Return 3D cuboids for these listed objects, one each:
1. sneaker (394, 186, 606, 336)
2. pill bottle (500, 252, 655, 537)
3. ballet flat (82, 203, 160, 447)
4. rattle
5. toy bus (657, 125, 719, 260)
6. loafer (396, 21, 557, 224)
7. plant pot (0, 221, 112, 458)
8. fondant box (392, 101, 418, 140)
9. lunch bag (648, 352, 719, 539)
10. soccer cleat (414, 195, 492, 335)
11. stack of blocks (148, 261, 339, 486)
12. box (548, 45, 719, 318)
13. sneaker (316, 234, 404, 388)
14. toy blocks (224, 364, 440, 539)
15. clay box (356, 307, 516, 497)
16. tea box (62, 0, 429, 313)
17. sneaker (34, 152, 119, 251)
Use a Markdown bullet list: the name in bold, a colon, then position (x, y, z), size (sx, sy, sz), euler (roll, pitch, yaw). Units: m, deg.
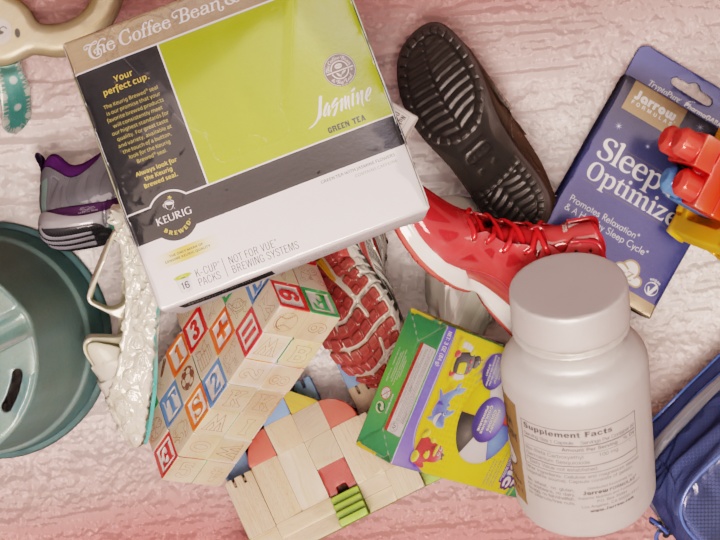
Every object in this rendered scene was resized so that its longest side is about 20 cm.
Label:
- **sneaker**: position (0.119, -0.030, 1.204), size (0.115, 0.079, 0.199), euler (-36, 125, 27)
- **pill bottle**: position (0.166, 0.094, 1.184), size (0.113, 0.115, 0.202), euler (-10, 123, 0)
- **ballet flat**: position (-0.188, 0.039, 1.231), size (0.071, 0.072, 0.202), euler (9, 99, -1)
- **rattle**: position (-0.269, -0.208, 1.240), size (0.130, 0.143, 0.201), euler (39, 85, -21)
- **toy bus**: position (0.323, -0.047, 1.201), size (0.191, 0.200, 0.137), euler (28, 93, -18)
- **loafer**: position (0.097, -0.113, 1.285), size (0.073, 0.071, 0.201), euler (-31, 79, 20)
- **plant pot**: position (-0.309, 0.063, 1.219), size (0.198, 0.196, 0.203), euler (0, 92, -1)
- **fondant box**: position (-0.055, -0.145, 1.238), size (0.199, 0.144, 0.059), euler (33, 90, -2)
- **lunch bag**: position (0.317, 0.158, 1.267), size (0.200, 0.132, 0.136), euler (-43, 109, 1)
- **soccer cleat**: position (0.086, 0.038, 1.290), size (0.077, 0.069, 0.203), euler (-4, 96, -18)
- **stack of blocks**: position (-0.106, 0.062, 1.240), size (0.058, 0.116, 0.201), euler (12, 126, -36)
- **box**: position (0.239, -0.077, 1.303), size (0.120, 0.032, 0.201), euler (29, 91, -2)
- **sneaker**: position (0.000, 0.000, 1.270), size (0.077, 0.082, 0.202), euler (-24, 86, 38)
- **toy blocks**: position (-0.042, 0.151, 1.288), size (0.198, 0.100, 0.138), euler (-27, 81, 0)
- **clay box**: position (0.093, 0.112, 1.240), size (0.199, 0.047, 0.116), euler (21, 92, -46)
- **tea box**: position (-0.078, -0.095, 1.096), size (0.198, 0.134, 0.199), euler (-20, 89, -1)
- **sneaker**: position (-0.171, -0.077, 1.279), size (0.197, 0.075, 0.089), euler (-8, 73, -9)
